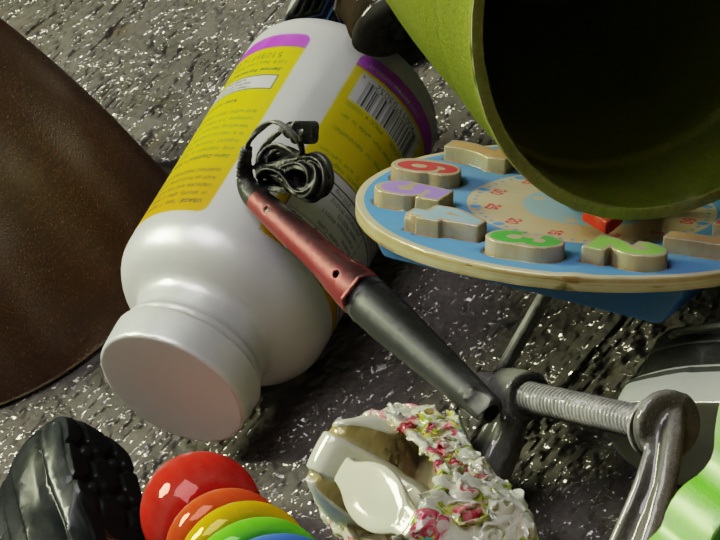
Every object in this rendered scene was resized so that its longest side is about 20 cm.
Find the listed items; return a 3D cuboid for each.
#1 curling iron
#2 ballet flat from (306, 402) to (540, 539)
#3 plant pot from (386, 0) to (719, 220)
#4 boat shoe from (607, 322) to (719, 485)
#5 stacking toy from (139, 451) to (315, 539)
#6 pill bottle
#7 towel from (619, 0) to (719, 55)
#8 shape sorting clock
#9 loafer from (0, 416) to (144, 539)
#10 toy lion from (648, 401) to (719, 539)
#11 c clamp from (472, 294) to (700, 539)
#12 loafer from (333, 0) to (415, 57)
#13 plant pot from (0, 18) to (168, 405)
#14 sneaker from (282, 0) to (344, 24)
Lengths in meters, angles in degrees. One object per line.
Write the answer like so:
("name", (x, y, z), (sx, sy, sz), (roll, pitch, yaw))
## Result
("curling iron", (0.000, 0.000, 1.271), (0.026, 0.050, 0.200), (-3, 39, -35))
("ballet flat", (0.015, 0.088, 1.197), (0.076, 0.064, 0.200), (-64, 20, -1))
("plant pot", (0.084, -0.149, 1.231), (0.200, 0.200, 0.193), (-39, 37, -9))
("boat shoe", (0.188, 0.043, 1.153), (0.200, 0.071, 0.064), (-1, 46, 41))
("stacking toy", (-0.042, 0.132, 1.235), (0.085, 0.085, 0.200), (-36, 27, -4))
("pill bottle", (-0.046, -0.018, 1.390), (0.104, 0.104, 0.200), (-2, 44, 37))
("towel", (0.143, -0.151, 1.308), (0.200, 0.030, 0.147), (31, 107, 41))
("shape sorting clock", (0.098, -0.027, 1.254), (0.200, 0.039, 0.200), (5, 19, -2))
("loafer", (-0.126, 0.150, 1.289), (0.070, 0.068, 0.201), (-44, 35, 23))
("toy lion", (0.168, 0.087, 1.012), (0.191, 0.200, 0.069), (-23, 32, -19))
("c clamp", (0.078, 0.076, 1.175), (0.171, 0.027, 0.200), (-61, 22, -2))
("loafer", (0.041, -0.187, 1.408), (0.071, 0.073, 0.200), (31, 69, 12))
("plant pot", (-0.220, -0.061, 1.501), (0.187, 0.200, 0.187), (-22, 36, 17))
("sneaker", (0.034, -0.182, 1.518), (0.200, 0.076, 0.077), (-38, 18, 34))
